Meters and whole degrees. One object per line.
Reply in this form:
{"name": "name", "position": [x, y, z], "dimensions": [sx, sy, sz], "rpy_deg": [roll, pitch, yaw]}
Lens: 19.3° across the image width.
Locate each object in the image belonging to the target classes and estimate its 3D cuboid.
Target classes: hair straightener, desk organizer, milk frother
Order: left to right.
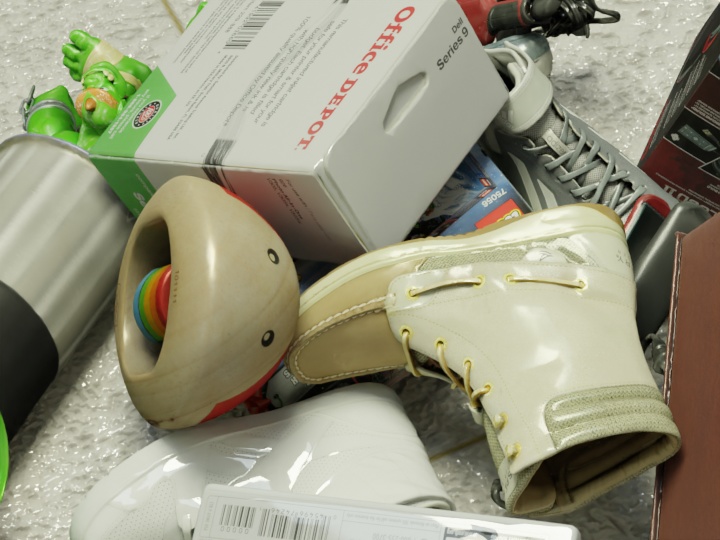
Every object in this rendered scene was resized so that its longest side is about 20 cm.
{"name": "milk frother", "position": [-0.245, -0.016, 1.233], "dimensions": [0.180, 0.201, 0.188], "rpy_deg": [19, 50, 16]}
{"name": "hair straightener", "position": [0.117, -0.170, 1.362], "dimensions": [0.076, 0.041, 0.200], "rpy_deg": [-4, -2, -15]}
{"name": "hair straightener", "position": [0.135, 0.047, 1.148], "dimensions": [0.200, 0.041, 0.077], "rpy_deg": [-54, 28, -14]}
{"name": "desk organizer", "position": [0.201, 0.067, 1.074], "dimensions": [0.071, 0.077, 0.201], "rpy_deg": [16, 66, -16]}

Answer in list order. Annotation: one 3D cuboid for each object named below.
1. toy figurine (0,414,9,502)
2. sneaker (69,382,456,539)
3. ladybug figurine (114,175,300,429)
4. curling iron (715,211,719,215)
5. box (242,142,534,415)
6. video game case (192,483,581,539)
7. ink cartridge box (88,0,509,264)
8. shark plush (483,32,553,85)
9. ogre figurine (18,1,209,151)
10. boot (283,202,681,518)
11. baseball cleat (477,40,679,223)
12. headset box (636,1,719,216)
{"name": "toy figurine", "position": [-0.303, 0.150, 1.130], "dimensions": [0.183, 0.150, 0.201], "rpy_deg": [-3, 53, 23]}
{"name": "sneaker", "position": [-0.049, 0.136, 1.130], "dimensions": [0.199, 0.074, 0.116], "rpy_deg": [-21, 40, -11]}
{"name": "ladybug figurine", "position": [-0.084, 0.019, 1.150], "dimensions": [0.072, 0.137, 0.200], "rpy_deg": [5, -3, -18]}
{"name": "curling iron", "position": [0.246, -0.045, 1.214], "dimensions": [0.026, 0.050, 0.200], "rpy_deg": [32, 29, 27]}
{"name": "box", "position": [0.000, 0.000, 1.235], "dimensions": [0.200, 0.040, 0.137], "rpy_deg": [-35, 53, 0]}
{"name": "video game case", "position": [-0.002, 0.203, 1.041], "dimensions": [0.199, 0.024, 0.183], "rpy_deg": [5, 67, 17]}
{"name": "ink cartridge box", "position": [-0.037, -0.085, 1.222], "dimensions": [0.199, 0.084, 0.146], "rpy_deg": [8, 53, 45]}
{"name": "shark plush", "position": [0.026, -0.113, 1.366], "dimensions": [0.199, 0.084, 0.091], "rpy_deg": [4, 45, 17]}
{"name": "ogre figurine", "position": [-0.142, -0.106, 1.387], "dimensions": [0.199, 0.098, 0.120], "rpy_deg": [-1, 41, 10]}
{"name": "boot", "position": [0.058, 0.059, 1.107], "dimensions": [0.199, 0.072, 0.155], "rpy_deg": [-17, 54, 8]}
{"name": "baseball cleat", "position": [0.118, -0.061, 1.243], "dimensions": [0.200, 0.107, 0.070], "rpy_deg": [39, 81, 28]}
{"name": "headset box", "position": [0.242, -0.124, 1.263], "dimensions": [0.075, 0.200, 0.149], "rpy_deg": [29, 52, 0]}
